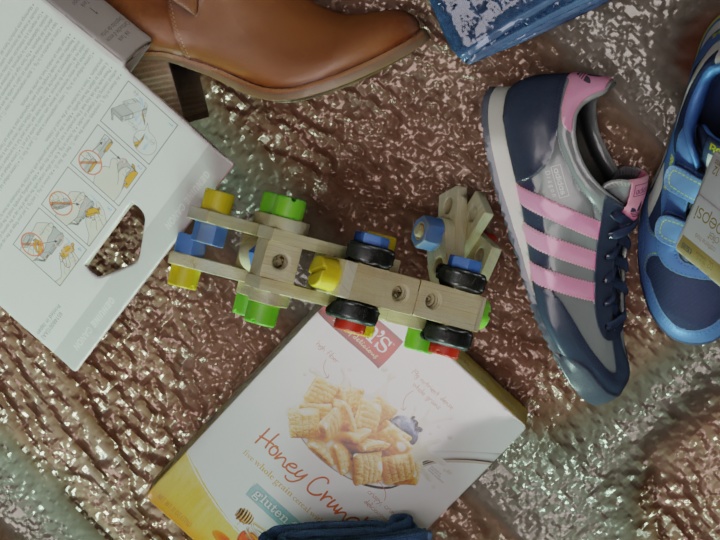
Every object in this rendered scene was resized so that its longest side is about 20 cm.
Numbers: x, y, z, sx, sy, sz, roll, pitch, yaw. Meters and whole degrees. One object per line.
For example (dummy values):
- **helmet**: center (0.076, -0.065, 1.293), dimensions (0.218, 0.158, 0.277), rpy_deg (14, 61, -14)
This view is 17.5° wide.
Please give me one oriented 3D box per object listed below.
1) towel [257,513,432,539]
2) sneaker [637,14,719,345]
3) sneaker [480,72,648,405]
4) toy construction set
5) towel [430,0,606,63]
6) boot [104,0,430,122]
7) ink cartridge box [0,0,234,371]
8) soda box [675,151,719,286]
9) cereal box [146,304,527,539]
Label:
- **towel**: center (-0.008, 0.246, 1.437), dimensions (0.111, 0.049, 0.201), rpy_deg (-5, 116, -4)
- **sneaker**: center (0.204, -0.050, 1.353), dimensions (0.074, 0.082, 0.201), rpy_deg (10, 106, 4)
- **sneaker**: center (0.135, -0.019, 1.369), dimensions (0.082, 0.070, 0.201), rpy_deg (-14, 102, 24)
- **toy construction set**: center (0.000, 0.000, 1.337), dimensions (0.199, 0.131, 0.093), rpy_deg (-2, 97, -27)
- **towel**: center (0.121, -0.206, 1.336), dimensions (0.199, 0.049, 0.112), rpy_deg (-24, 98, 13)
- **boot**: center (-0.068, -0.172, 1.367), dimensions (0.199, 0.074, 0.156), rpy_deg (-12, 97, 7)
- **ink cartridge box**: center (-0.182, -0.064, 1.388), dimensions (0.176, 0.045, 0.200), rpy_deg (40, 125, -2)
- **soda box**: center (0.280, -0.008, 1.312), dimensions (0.199, 0.068, 0.064), rpy_deg (13, 107, -29)
- **cereal box**: center (-0.014, 0.112, 1.440), dimensions (0.144, 0.040, 0.200), rpy_deg (41, 105, -5)
